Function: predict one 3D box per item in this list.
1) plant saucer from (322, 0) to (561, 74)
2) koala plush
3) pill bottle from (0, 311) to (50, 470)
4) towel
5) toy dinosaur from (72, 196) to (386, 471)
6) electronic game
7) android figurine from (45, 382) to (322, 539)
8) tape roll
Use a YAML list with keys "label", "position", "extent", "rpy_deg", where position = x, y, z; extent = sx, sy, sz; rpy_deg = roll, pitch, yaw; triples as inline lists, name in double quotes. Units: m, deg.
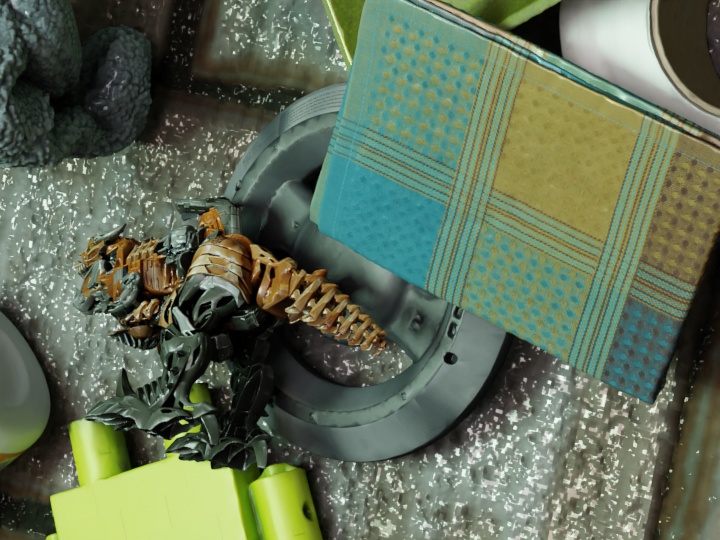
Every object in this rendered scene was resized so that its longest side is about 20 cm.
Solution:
- label: "plant saucer"
  position: [0.037, -0.204, 1.167]
  extent: [0.199, 0.048, 0.201]
  rpy_deg: [-25, 84, 55]
- label: "koala plush"
  position: [-0.202, -0.167, 1.254]
  extent: [0.177, 0.184, 0.201]
  rpy_deg: [14, 104, 12]
- label: "pill bottle"
  position: [-0.281, 0.104, 1.360]
  extent: [0.200, 0.112, 0.112]
  rpy_deg: [-38, 73, 23]
- label: "towel"
  position: [0.076, -0.039, 1.141]
  extent: [0.199, 0.022, 0.147]
  rpy_deg: [27, 123, 17]
- label: "toy dinosaur"
  position: [-0.078, 0.026, 1.227]
  extent: [0.200, 0.102, 0.136]
  rpy_deg: [-4, 67, 57]
- label: "electronic game"
  position: [0.000, 0.000, 1.248]
  extent: [0.199, 0.042, 0.201]
  rpy_deg: [-2, 87, 36]
- label: "android figurine"
  position: [-0.100, 0.168, 1.301]
  extent: [0.181, 0.041, 0.201]
  rpy_deg: [-21, 77, 25]
- label: "tape roll"
  position: [0.197, -0.121, 1.128]
  extent: [0.202, 0.071, 0.204]
  rpy_deg: [0, 90, 28]
